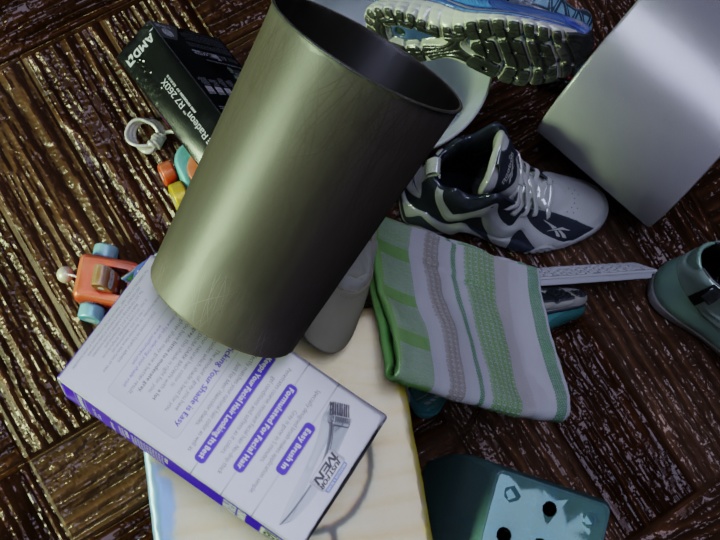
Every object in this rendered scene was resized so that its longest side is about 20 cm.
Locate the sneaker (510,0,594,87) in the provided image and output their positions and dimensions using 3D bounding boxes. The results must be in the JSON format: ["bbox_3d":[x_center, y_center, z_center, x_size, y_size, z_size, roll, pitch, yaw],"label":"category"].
[{"bbox_3d":[0.141,-0.266,1.168,0.199,0.079,0.096,37,63,-5],"label":"sneaker"}]

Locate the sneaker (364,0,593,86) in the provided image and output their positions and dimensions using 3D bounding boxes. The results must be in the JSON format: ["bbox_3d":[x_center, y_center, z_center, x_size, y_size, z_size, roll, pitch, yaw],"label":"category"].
[{"bbox_3d":[0.106,-0.223,1.026,0.198,0.079,0.090,17,62,20],"label":"sneaker"}]

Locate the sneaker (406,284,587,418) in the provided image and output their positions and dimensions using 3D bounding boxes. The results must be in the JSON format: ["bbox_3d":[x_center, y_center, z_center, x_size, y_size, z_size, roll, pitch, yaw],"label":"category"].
[{"bbox_3d":[0.117,0.065,1.070,0.199,0.077,0.080,-24,111,-20],"label":"sneaker"}]

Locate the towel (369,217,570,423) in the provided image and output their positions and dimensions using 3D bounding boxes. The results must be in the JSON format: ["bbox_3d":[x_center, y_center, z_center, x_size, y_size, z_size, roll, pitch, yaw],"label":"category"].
[{"bbox_3d":[0.086,0.037,0.940,0.199,0.031,0.150,18,49,-41],"label":"towel"}]

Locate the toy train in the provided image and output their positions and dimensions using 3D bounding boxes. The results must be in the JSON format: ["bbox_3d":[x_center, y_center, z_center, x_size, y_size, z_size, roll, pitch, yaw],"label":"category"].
[{"bbox_3d":[-0.179,-0.045,1.062,0.149,0.056,0.202,15,73,-3],"label":"toy train"}]

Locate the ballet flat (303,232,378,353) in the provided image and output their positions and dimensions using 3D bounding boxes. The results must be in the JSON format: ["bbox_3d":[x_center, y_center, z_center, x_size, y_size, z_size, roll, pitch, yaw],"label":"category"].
[{"bbox_3d":[-0.017,-0.042,0.877,0.069,0.070,0.202,0,67,-7],"label":"ballet flat"}]

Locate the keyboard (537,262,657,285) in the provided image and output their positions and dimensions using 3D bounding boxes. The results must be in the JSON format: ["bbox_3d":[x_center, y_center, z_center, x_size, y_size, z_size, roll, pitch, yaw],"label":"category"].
[{"bbox_3d":[0.168,0.003,1.095,0.198,0.056,0.011,-3,103,-9],"label":"keyboard"}]

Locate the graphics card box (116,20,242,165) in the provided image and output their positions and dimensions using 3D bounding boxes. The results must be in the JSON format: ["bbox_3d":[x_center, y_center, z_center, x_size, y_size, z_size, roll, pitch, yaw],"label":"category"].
[{"bbox_3d":[-0.112,-0.125,1.049,0.051,0.125,0.201,-42,77,20],"label":"graphics card box"}]

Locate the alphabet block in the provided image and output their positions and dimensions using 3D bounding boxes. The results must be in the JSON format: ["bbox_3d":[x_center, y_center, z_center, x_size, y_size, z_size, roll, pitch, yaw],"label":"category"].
[{"bbox_3d":[-0.068,0.153,0.946,0.198,0.197,0.197,-8,76,-10],"label":"alphabet block"}]

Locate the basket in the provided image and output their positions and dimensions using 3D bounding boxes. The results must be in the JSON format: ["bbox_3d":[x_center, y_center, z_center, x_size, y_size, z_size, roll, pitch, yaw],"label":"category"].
[{"bbox_3d":[-0.043,-0.056,0.776,0.135,0.180,0.201,33,107,5],"label":"basket"}]

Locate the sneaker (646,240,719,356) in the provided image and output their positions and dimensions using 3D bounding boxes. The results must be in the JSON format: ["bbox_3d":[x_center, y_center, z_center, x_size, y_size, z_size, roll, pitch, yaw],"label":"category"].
[{"bbox_3d":[0.365,0.045,1.074,0.199,0.118,0.074,29,70,0],"label":"sneaker"}]

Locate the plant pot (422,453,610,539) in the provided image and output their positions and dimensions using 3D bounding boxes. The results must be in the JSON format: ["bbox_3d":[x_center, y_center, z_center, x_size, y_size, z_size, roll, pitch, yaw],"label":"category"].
[{"bbox_3d":[0.117,0.224,0.946,0.140,0.200,0.143,19,71,-2],"label":"plant pot"}]

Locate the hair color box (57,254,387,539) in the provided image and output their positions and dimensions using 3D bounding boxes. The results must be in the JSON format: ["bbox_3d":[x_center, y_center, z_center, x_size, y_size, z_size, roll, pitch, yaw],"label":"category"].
[{"bbox_3d":[-0.094,0.094,0.825,0.199,0.065,0.110,34,71,5],"label":"hair color box"}]

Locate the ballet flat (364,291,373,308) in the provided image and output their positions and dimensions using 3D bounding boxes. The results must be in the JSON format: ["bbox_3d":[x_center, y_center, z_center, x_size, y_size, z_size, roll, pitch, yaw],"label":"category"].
[{"bbox_3d":[0.000,0.000,1.049,0.198,0.046,0.068,15,72,15],"label":"ballet flat"}]

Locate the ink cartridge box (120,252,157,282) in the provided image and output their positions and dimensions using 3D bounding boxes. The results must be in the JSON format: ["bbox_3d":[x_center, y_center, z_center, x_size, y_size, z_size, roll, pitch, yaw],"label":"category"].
[{"bbox_3d":[-0.105,0.012,0.963,0.119,0.199,0.042,22,64,-29],"label":"ink cartridge box"}]

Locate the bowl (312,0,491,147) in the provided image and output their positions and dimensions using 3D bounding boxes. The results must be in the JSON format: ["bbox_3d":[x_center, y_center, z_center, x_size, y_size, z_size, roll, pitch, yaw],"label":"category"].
[{"bbox_3d":[0.017,-0.180,1.106,0.199,0.090,0.203,2,72,-6],"label":"bowl"}]

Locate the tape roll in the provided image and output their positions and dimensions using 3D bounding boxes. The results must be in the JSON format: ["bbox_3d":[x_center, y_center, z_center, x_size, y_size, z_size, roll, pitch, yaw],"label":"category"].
[{"bbox_3d":[0.276,-0.159,1.079,0.139,0.203,0.203,40,73,6],"label":"tape roll"}]

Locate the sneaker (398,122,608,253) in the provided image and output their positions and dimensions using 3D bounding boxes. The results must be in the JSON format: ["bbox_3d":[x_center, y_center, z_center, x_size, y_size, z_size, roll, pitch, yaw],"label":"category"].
[{"bbox_3d":[0.139,-0.075,1.073,0.197,0.130,0.080,11,74,-4],"label":"sneaker"}]
